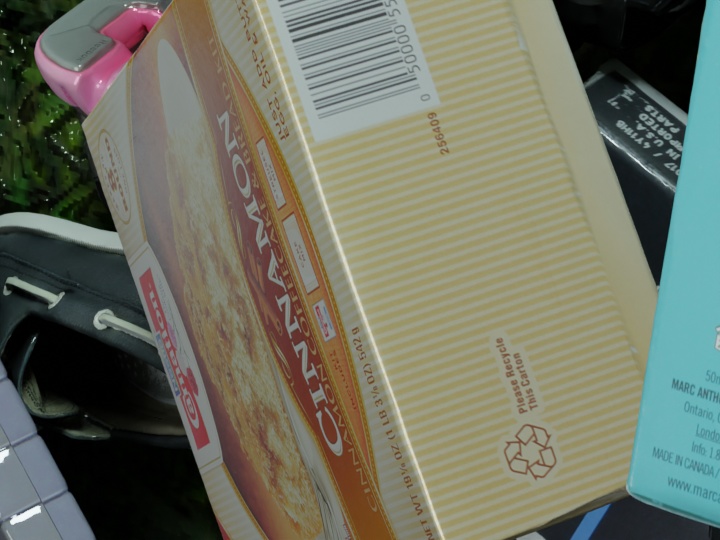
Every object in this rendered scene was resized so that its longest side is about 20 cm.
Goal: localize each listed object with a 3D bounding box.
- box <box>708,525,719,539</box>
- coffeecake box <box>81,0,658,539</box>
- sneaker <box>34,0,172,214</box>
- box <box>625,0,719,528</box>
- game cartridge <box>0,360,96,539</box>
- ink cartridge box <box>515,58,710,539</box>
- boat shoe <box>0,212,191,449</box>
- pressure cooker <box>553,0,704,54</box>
[{"bbox_3d":[0.195,0.011,0.671,0.141,0.200,0.079,23,130,30],"label":"box"},{"bbox_3d":[0.000,0.000,0.732,0.200,0.073,0.154,145,106,-72],"label":"coffeecake box"},{"bbox_3d":[-0.017,-0.026,0.921,0.199,0.079,0.096,23,135,32],"label":"sneaker"},{"bbox_3d":[0.106,-0.050,0.546,0.049,0.082,0.201,16,104,34],"label":"box"},{"bbox_3d":[-0.140,0.066,0.985,0.130,0.038,0.200,65,162,12],"label":"game cartridge"},{"bbox_3d":[0.100,0.075,0.818,0.198,0.043,0.200,39,131,15],"label":"ink cartridge box"},{"bbox_3d":[-0.096,0.024,0.959,0.200,0.060,0.076,-7,126,52],"label":"boat shoe"},{"bbox_3d":[0.035,-0.164,0.778,0.199,0.176,0.179,24,76,30],"label":"pressure cooker"}]
